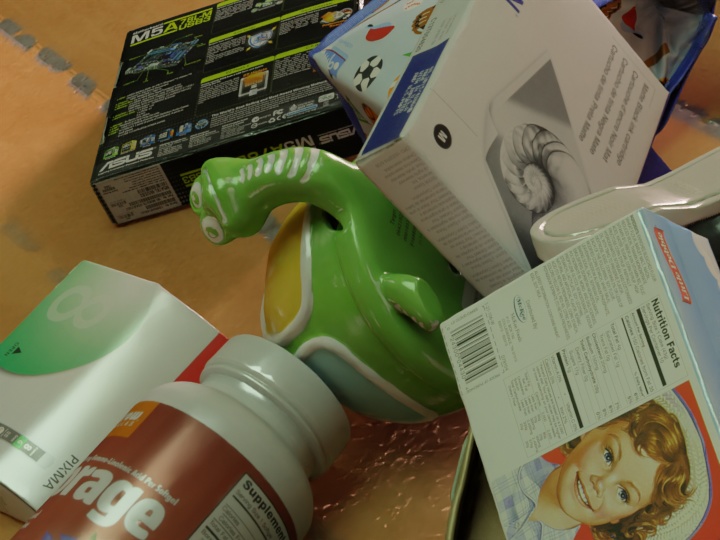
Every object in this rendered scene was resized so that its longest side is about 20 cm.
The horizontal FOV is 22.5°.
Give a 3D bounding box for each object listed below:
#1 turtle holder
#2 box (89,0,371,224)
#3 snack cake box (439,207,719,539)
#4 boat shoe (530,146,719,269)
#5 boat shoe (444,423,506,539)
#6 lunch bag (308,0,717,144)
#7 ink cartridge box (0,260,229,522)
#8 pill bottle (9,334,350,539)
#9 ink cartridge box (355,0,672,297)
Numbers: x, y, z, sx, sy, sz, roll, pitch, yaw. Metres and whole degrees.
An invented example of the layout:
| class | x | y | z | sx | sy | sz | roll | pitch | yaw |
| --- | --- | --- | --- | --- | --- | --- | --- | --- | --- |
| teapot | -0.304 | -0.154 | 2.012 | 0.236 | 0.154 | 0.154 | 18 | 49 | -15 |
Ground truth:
| class | x | y | z | sx | sy | sz | roll | pitch | yaw |
| --- | --- | --- | --- | --- | --- | --- | --- | --- | --- |
| turtle holder | 0.004 | 0.011 | 0.951 | 0.131 | 0.185 | 0.142 | -27 | 67 | 38 |
| box | -0.084 | -0.131 | 1.281 | 0.199 | 0.048 | 0.194 | -16 | 35 | 15 |
| snack cake box | 0.121 | 0.090 | 0.772 | 0.115 | 0.067 | 0.201 | -30 | 61 | 28 |
| boat shoe | 0.180 | -0.021 | 0.876 | 0.199 | 0.061 | 0.074 | -20 | 21 | -13 |
| boat shoe | 0.066 | 0.135 | 0.851 | 0.073 | 0.063 | 0.200 | -13 | 39 | 16 |
| lunch bag | 0.100 | -0.132 | 1.111 | 0.200 | 0.124 | 0.170 | -41 | 37 | -8 |
| ink cartridge box | -0.147 | 0.080 | 1.060 | 0.199 | 0.050 | 0.161 | 14 | 52 | 44 |
| pill bottle | -0.096 | 0.130 | 0.913 | 0.112 | 0.112 | 0.200 | 14 | 52 | 41 |
| ink cartridge box | 0.103 | -0.058 | 0.950 | 0.041 | 0.200 | 0.200 | -22 | 31 | 41 |
